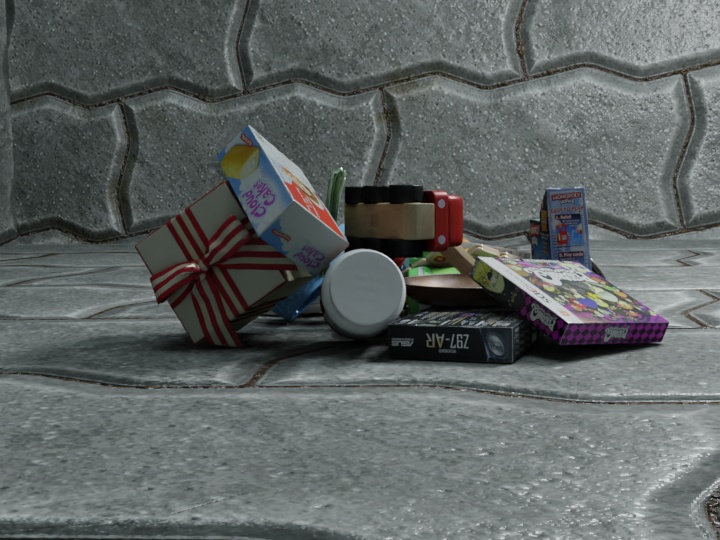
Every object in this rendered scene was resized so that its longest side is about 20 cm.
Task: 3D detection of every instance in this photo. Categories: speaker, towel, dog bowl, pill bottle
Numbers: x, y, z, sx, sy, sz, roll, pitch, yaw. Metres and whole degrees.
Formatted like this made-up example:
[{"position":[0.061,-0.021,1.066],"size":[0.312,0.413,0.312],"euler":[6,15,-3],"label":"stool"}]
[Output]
[{"position":[0.173,0.034,1.634],"size":[0.198,0.089,0.088],"euler":[-1,5,3],"label":"speaker"},{"position":[-0.043,-0.067,1.538],"size":[0.023,0.154,0.200],"euler":[9,0,-4],"label":"towel"},{"position":[-0.071,0.006,1.689],"size":[0.200,0.050,0.112],"euler":[-44,-6,-37],"label":"dog bowl"},{"position":[0.002,0.031,1.376],"size":[0.109,0.111,0.200],"euler":[-2,-7,-3],"label":"pill bottle"}]

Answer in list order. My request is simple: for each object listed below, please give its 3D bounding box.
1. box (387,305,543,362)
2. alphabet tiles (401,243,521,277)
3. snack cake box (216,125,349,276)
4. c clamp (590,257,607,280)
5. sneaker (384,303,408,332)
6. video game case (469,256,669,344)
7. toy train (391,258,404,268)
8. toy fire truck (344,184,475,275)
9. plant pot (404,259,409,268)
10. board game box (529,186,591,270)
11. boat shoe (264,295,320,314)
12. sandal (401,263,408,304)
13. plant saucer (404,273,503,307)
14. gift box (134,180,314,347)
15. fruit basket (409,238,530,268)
[{"position":[0.141,0.078,1.367],"size":[0.159,0.044,0.200],"euler":[0,5,20],"label":"box"},{"position":[0.166,0.011,1.702],"size":[0.194,0.015,0.200],"euler":[15,-29,-29],"label":"alphabet tiles"},{"position":[-0.105,-0.094,1.400],"size":[0.115,0.067,0.200],"euler":[39,12,-41],"label":"snack cake box"},{"position":[0.357,0.007,1.739],"size":[0.027,0.171,0.200],"euler":[-35,27,-9],"label":"c clamp"},{"position":[0.015,0.052,1.586],"size":[0.088,0.078,0.200],"euler":[-9,1,17],"label":"sneaker"},{"position":[0.270,0.038,1.372],"size":[0.199,0.036,0.181],"euler":[2,26,-37],"label":"video game case"},{"position":[0.000,0.000,1.651],"size":[0.116,0.085,0.200],"euler":[-46,-4,-7],"label":"toy train"},{"position":[0.094,-0.053,1.468],"size":[0.199,0.130,0.176],"euler":[-2,3,-32],"label":"toy fire truck"},{"position":[0.114,-0.021,1.990],"size":[0.198,0.135,0.200],"euler":[-1,6,0],"label":"plant pot"},{"position":[0.302,-0.026,1.599],"size":[0.061,0.202,0.200],"euler":[-2,6,-1],"label":"board game box"},{"position":[-0.137,0.035,1.765],"size":[0.199,0.072,0.070],"euler":[2,5,19],"label":"boat shoe"},{"position":[0.028,0.027,1.737],"size":[0.079,0.088,0.200],"euler":[3,10,17],"label":"sandal"},{"position":[0.153,0.028,1.502],"size":[0.198,0.032,0.200],"euler":[-2,6,0],"label":"plant saucer"},{"position":[-0.172,-0.005,1.470],"size":[0.184,0.200,0.187],"euler":[-39,-8,13],"label":"gift box"},{"position":[0.179,0.003,1.771],"size":[0.198,0.094,0.186],"euler":[15,-24,11],"label":"fruit basket"}]
